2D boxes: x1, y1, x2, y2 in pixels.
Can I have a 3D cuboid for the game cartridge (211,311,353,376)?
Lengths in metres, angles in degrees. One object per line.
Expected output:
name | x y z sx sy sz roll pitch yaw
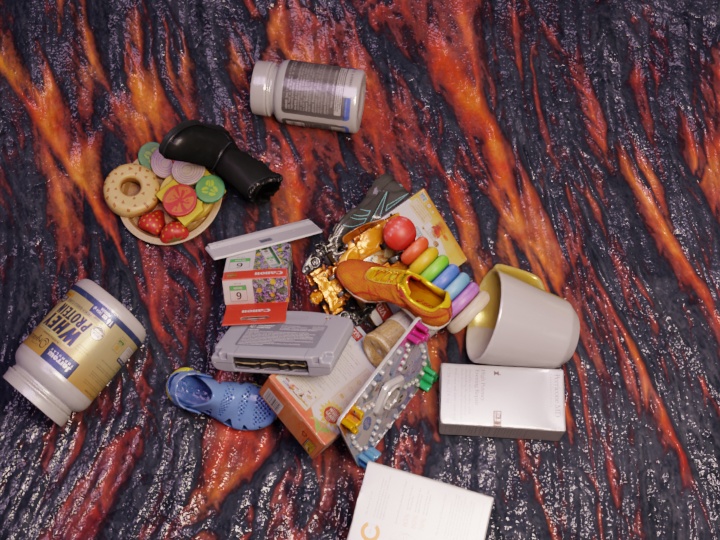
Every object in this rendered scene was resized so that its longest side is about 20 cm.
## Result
game cartridge | -0.115 0.109 1.458 0.196 0.041 0.134 1 32 19

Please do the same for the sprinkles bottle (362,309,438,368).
sprinkles bottle | 0.092 0.083 1.529 0.068 0.069 0.199 43 53 17

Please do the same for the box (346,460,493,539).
box | 0.088 0.381 1.425 0.196 0.098 0.127 15 69 7

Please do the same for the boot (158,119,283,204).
boot | -0.232 -0.179 1.623 0.162 0.198 0.074 42 112 14

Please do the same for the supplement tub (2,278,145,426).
supplement tub | -0.456 0.132 1.518 0.143 0.145 0.201 34 72 15

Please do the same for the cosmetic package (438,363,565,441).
cosmetic package | 0.222 0.208 1.507 0.195 0.074 0.104 1 68 3

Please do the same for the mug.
mug | 0.268 0.072 1.523 0.150 0.149 0.190 14 72 -10

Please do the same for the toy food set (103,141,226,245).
toy food set | -0.339 -0.142 1.681 0.198 0.049 0.200 -42 72 -15

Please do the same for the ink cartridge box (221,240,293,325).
ink cartridge box | -0.168 0.017 1.549 0.106 0.051 0.201 -3 27 0

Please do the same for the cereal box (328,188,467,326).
cereal box | 0.063 -0.022 1.597 0.199 0.039 0.145 -36 96 -13

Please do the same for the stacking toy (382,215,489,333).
stacking toy | 0.108 -0.001 1.489 0.085 0.085 0.200 -43 89 -15

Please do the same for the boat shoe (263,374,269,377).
boat shoe | -0.154 0.126 1.550 0.084 0.075 0.206 -9 66 -2

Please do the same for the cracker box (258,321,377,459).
cracker box | -0.044 0.179 1.482 0.134 0.058 0.199 48 49 9

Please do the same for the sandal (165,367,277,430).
sandal | -0.225 0.205 1.508 0.196 0.087 0.081 10 81 7

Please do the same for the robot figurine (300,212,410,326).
robot figurine | 0.000 0.000 1.531 0.198 0.058 0.147 -30 94 -13

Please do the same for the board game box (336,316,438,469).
board game box | 0.048 0.194 1.447 0.026 0.201 0.201 31 71 24

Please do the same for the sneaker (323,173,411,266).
sneaker | 0.014 -0.078 1.631 0.079 0.076 0.201 36 73 13

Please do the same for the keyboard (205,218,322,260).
keyboard | -0.164 -0.053 1.617 0.196 0.011 0.056 -16 33 -21

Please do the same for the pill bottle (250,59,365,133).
pill bottle | -0.094 -0.316 1.711 0.195 0.114 0.116 9 67 5

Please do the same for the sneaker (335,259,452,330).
sneaker | 0.053 0.019 1.445 0.197 0.078 0.074 20 54 18
